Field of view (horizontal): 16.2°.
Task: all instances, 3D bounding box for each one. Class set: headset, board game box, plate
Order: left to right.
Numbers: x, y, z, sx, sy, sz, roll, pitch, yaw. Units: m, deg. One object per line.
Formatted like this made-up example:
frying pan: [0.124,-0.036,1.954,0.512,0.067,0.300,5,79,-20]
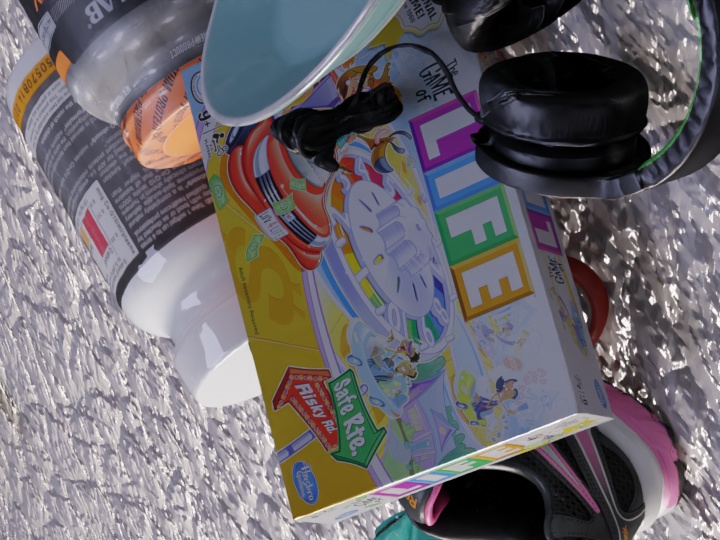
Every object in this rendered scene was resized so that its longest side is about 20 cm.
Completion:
plate: [0.002,-0.140,0.957,0.026,0.201,0.200,28,170,-21]
board game box: [0.011,-0.013,1.028,0.034,0.134,0.201,14,-124,-60]
headset: [0.054,-0.079,0.928,0.200,0.094,0.124,-15,93,52]

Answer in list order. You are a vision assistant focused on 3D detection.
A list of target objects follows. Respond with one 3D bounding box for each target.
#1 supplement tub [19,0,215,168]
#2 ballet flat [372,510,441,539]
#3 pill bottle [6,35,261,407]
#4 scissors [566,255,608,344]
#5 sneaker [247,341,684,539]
supplement tub: [-0.110,-0.157,1.213,0.200,0.122,0.123,60,157,13]
ballet flat: [0.050,0.132,1.199,0.200,0.067,0.071,120,141,-62]
pill bottle: [-0.090,-0.038,1.299,0.200,0.116,0.116,59,157,18]
scissors: [0.086,0.068,1.109,0.073,0.014,0.201,12,129,33]
sneaker: [0.032,0.065,1.065,0.199,0.086,0.081,22,132,24]
